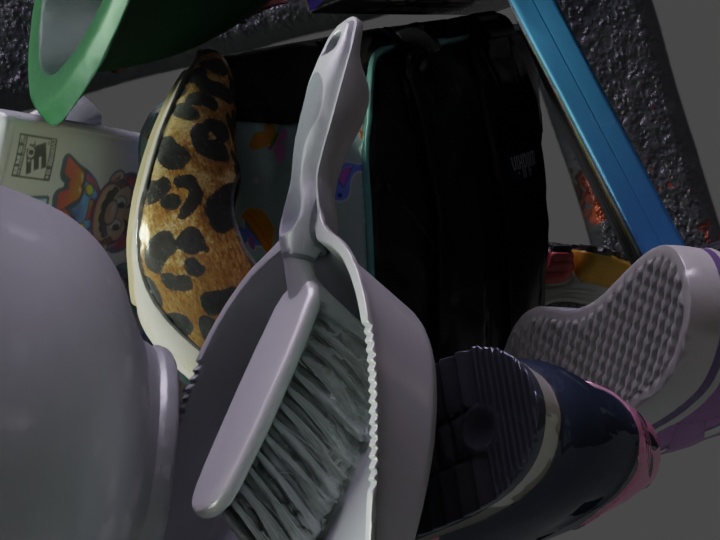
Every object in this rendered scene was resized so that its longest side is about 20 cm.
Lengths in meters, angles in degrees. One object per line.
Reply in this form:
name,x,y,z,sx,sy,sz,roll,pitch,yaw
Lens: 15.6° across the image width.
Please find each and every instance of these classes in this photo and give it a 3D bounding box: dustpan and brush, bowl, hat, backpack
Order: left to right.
bowl,-0.113,0.065,0.857,0.090,0.201,0.201,10,-7,-13
hat,-0.027,-0.126,1.066,0.176,0.200,0.166,17,-47,-20
dustpan and brush,-0.017,0.017,0.820,0.057,0.200,0.140,30,-23,-24
backpack,0.000,0.000,1.116,0.153,0.200,0.176,-8,6,27

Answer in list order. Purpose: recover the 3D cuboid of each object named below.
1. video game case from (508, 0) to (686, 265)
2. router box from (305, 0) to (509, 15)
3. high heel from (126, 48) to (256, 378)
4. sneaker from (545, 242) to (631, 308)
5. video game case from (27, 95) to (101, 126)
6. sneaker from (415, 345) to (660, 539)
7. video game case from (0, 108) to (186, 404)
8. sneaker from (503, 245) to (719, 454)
video game case,0.109,-0.030,1.084,0.018,0.143,0.200,-26,-22,4
router box,0.079,-0.153,1.068,0.157,0.052,0.200,-18,-2,23
high heel,-0.019,0.012,1.000,0.143,0.200,0.071,6,-21,1
sneaker,0.115,0.035,1.267,0.078,0.082,0.200,5,-4,37
video game case,-0.206,0.024,1.124,0.200,0.023,0.182,-32,-21,-34
sneaker,0.012,0.082,0.877,0.082,0.070,0.200,15,-25,-40
video game case,-0.123,0.037,1.114,0.024,0.200,0.182,16,5,30
sneaker,0.129,0.044,0.984,0.114,0.073,0.200,3,-13,-20
